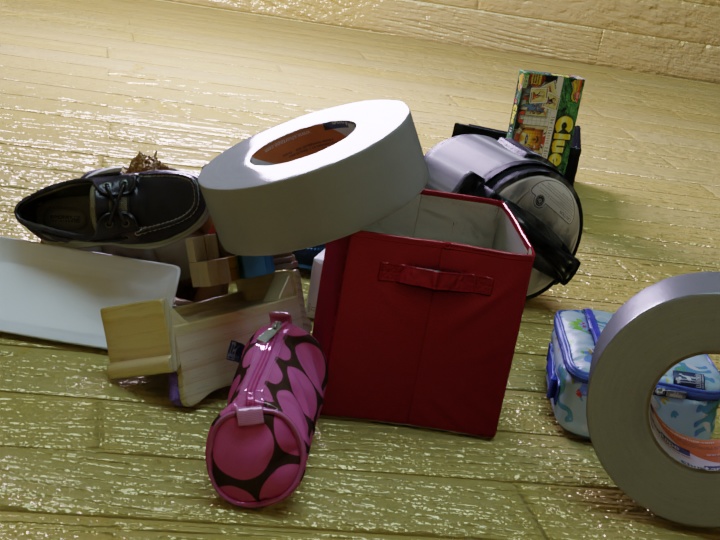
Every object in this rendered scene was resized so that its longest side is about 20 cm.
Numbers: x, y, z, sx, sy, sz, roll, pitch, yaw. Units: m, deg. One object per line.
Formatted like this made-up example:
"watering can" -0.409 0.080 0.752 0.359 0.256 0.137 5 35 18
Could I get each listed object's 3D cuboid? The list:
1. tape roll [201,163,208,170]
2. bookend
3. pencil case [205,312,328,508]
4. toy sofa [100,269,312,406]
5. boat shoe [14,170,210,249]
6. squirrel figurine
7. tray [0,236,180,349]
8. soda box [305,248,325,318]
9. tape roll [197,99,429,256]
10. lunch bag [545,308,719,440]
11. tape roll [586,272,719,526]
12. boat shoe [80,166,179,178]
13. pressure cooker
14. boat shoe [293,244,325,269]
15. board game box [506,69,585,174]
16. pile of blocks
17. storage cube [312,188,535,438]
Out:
"tape roll" -0.090 -0.108 1.685 0.202 0.071 0.202 -10 1 0
"bookend" 0.246 -0.188 2.204 0.198 0.093 0.200 12 17 6
"pencil case" -0.075 0.109 1.123 0.090 0.094 0.200 6 18 0
"toy sofa" -0.137 0.062 1.278 0.083 0.098 0.200 -7 5 38
"boat shoe" -0.236 -0.057 1.306 0.199 0.072 0.065 -4 -6 23
"squirrel figurine" -0.230 -0.038 1.439 0.186 0.142 0.200 -2 25 7
"tray" -0.277 0.027 1.314 0.199 0.022 0.108 10 54 -3
"soda box" 0.000 0.000 1.535 0.063 0.068 0.200 14 18 12
"tape roll" -0.042 -0.085 1.238 0.199 0.066 0.200 -16 20 6
"lunch bag" 0.261 0.103 1.355 0.160 0.083 0.200 8 17 2
"tape roll" 0.288 0.105 1.139 0.199 0.201 0.066 13 19 7
"boat shoe" -0.268 -0.097 1.670 0.060 0.074 0.200 25 20 38
"pressure cooker" 0.165 -0.056 1.635 0.175 0.179 0.200 -13 26 -24
"boat shoe" -0.032 -0.049 1.664 0.084 0.069 0.200 16 19 18
"board game box" 0.265 -0.194 2.056 0.104 0.201 0.023 1 19 -25
"pile of blocks" -0.110 -0.026 1.330 0.082 0.062 0.200 -9 4 11
"storage cube" 0.052 0.030 1.294 0.170 0.181 0.200 8 17 -7
